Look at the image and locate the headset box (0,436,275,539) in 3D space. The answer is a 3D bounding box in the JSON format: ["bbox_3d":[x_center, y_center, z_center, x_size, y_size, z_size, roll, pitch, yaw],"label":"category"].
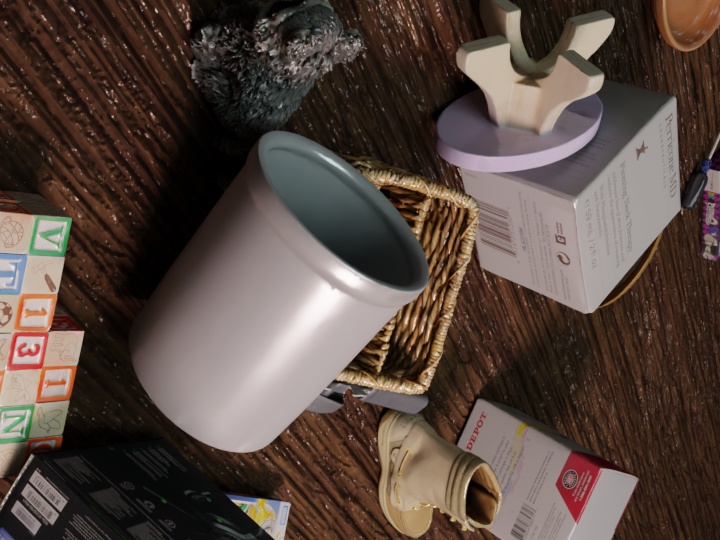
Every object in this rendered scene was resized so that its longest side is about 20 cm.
[{"bbox_3d":[-0.167,0.227,0.725,0.094,0.173,0.200,-56,162,6],"label":"headset box"}]

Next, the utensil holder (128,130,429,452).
[{"bbox_3d":[-0.070,0.022,0.725,0.168,0.171,0.201,14,125,-48],"label":"utensil holder"}]

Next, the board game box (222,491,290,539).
[{"bbox_3d":[-0.140,0.324,0.895,0.135,0.034,0.205,25,71,-52],"label":"board game box"}]

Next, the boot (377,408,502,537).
[{"bbox_3d":[0.096,0.270,1.077,0.072,0.154,0.204,-28,128,-33],"label":"boot"}]

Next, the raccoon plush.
[{"bbox_3d":[-0.057,-0.133,0.732,0.096,0.133,0.203,-32,130,-32],"label":"raccoon plush"}]

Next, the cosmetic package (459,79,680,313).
[{"bbox_3d":[0.245,-0.098,1.045,0.200,0.165,0.169,-42,134,-24],"label":"cosmetic package"}]

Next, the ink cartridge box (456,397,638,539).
[{"bbox_3d":[0.231,0.283,1.195,0.144,0.198,0.148,24,93,-51],"label":"ink cartridge box"}]

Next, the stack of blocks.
[{"bbox_3d":[-0.267,0.047,0.659,0.114,0.058,0.204,2,108,-47],"label":"stack of blocks"}]

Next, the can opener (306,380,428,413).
[{"bbox_3d":[-0.005,0.129,0.996,0.067,0.054,0.199,-39,145,21],"label":"can opener"}]

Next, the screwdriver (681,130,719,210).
[{"bbox_3d":[0.557,-0.190,1.428,0.203,0.027,0.029,-67,167,7],"label":"screwdriver"}]

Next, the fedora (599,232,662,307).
[{"bbox_3d":[0.322,-0.053,1.184,0.081,0.201,0.204,26,90,-9],"label":"fedora"}]

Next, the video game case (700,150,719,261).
[{"bbox_3d":[0.646,-0.144,1.541,0.199,0.035,0.184,-37,131,-28],"label":"video game case"}]

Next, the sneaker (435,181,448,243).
[{"bbox_3d":[0.054,0.004,0.970,0.072,0.071,0.204,9,106,-55],"label":"sneaker"}]

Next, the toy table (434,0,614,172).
[{"bbox_3d":[0.171,-0.191,0.926,0.198,0.183,0.119,-29,141,-29],"label":"toy table"}]

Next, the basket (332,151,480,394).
[{"bbox_3d":[0.000,0.000,0.849,0.141,0.148,0.204,5,106,-47],"label":"basket"}]

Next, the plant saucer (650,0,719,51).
[{"bbox_3d":[0.443,-0.398,1.203,0.198,0.037,0.204,-22,124,-37],"label":"plant saucer"}]
